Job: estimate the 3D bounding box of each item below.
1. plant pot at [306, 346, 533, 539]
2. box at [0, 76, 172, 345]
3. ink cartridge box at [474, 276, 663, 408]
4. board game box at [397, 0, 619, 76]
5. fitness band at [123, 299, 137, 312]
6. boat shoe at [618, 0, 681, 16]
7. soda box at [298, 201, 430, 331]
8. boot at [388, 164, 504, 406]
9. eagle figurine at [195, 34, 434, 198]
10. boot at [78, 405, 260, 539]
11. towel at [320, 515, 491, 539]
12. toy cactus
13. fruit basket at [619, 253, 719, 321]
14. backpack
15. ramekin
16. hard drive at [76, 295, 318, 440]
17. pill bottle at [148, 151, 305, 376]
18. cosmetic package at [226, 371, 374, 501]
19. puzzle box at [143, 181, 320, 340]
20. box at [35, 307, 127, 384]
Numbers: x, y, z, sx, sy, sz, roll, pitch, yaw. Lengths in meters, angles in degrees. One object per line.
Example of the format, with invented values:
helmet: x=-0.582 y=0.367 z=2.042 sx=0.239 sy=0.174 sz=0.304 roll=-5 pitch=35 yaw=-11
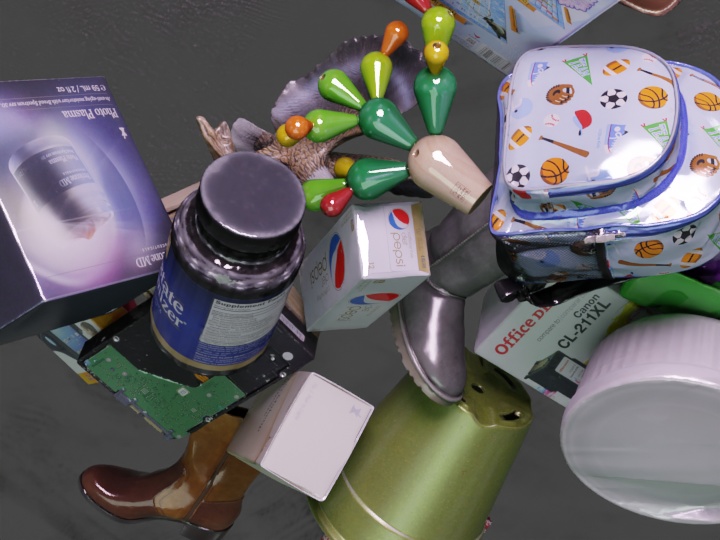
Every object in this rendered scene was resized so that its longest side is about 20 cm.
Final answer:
plant pot: x=0.075 y=0.180 z=1.303 sx=0.200 sy=0.200 sz=0.190 roll=27 pitch=116 yaw=-7
box: x=-0.282 y=-0.055 z=1.145 sx=0.123 sy=0.200 sz=0.199 roll=-27 pitch=86 yaw=31
ink cartridge box: x=0.227 y=0.059 z=1.216 sx=0.200 sy=0.083 sz=0.146 roll=30 pitch=129 yaw=-10
board game box: x=0.083 y=-0.242 z=0.985 sx=0.200 sy=0.041 sz=0.199 roll=32 pitch=162 yaw=-11
fitness band: x=-0.175 y=0.013 z=1.321 sx=0.143 sy=0.037 sz=0.200 roll=30 pitch=129 yaw=-12
boat shoe: x=0.166 y=-0.257 z=0.996 sx=0.200 sy=0.072 sz=0.076 roll=34 pitch=127 yaw=-12
soda box: x=0.000 y=0.000 z=1.172 sx=0.064 sy=0.068 sz=0.200 roll=-3 pitch=166 yaw=-17
boot: x=0.114 y=0.003 z=1.169 sx=0.200 sy=0.073 sz=0.182 roll=-30 pitch=69 yaw=30
eagle figurine: x=-0.025 y=-0.104 z=1.152 sx=0.200 sy=0.151 sz=0.152 roll=-23 pitch=167 yaw=-4
boot: x=-0.203 y=0.215 z=1.460 sx=0.188 sy=0.069 sz=0.200 roll=26 pitch=128 yaw=-5
towel: x=0.042 y=0.306 z=1.495 sx=0.144 sy=0.023 sz=0.200 roll=30 pitch=127 yaw=-6
toy cactus: x=0.032 y=-0.110 z=1.029 sx=0.165 sy=0.102 sz=0.200 roll=40 pitch=100 yaw=10
fruit basket: x=0.335 y=-0.039 z=1.084 sx=0.215 sy=0.156 sz=0.216 roll=14 pitch=146 yaw=10
backpack: x=0.197 y=-0.084 z=1.008 sx=0.190 sy=0.200 sz=0.154 roll=1 pitch=155 yaw=12
ramekin: x=0.276 y=0.124 z=1.124 sx=0.202 sy=0.094 sz=0.203 roll=11 pitch=138 yaw=10
hard drive: x=-0.160 y=0.077 z=1.280 sx=0.200 sy=0.038 sz=0.140 roll=-33 pitch=116 yaw=26
pill bottle: x=-0.109 y=-0.005 z=1.094 sx=0.112 sy=0.112 sz=0.200 roll=22 pitch=142 yaw=-2
cosmetic package: x=-0.064 y=0.158 z=1.291 sx=0.073 sy=0.104 sz=0.200 roll=31 pitch=168 yaw=-10
puzzle box: x=-0.145 y=0.012 z=1.274 sx=0.133 sy=0.025 sz=0.200 roll=-21 pitch=121 yaw=26
box: x=-0.307 y=0.035 z=1.341 sx=0.119 sy=0.042 sz=0.200 roll=-13 pitch=128 yaw=47
